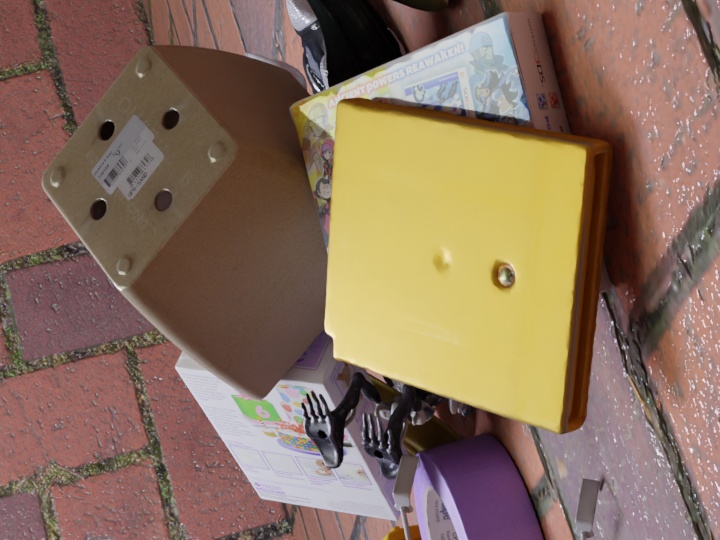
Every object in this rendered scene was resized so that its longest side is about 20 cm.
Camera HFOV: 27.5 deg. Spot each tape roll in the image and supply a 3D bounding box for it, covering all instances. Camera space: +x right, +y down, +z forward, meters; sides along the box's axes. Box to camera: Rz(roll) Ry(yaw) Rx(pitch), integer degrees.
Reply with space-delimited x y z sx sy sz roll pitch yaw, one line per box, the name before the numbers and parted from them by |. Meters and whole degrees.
tape roll | 0.107 0.250 1.294 0.200 0.065 0.202 166 90 -80

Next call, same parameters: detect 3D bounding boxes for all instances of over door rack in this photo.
over door rack | 0.097 0.232 1.086 0.067 0.146 0.201 -70 -19 -47

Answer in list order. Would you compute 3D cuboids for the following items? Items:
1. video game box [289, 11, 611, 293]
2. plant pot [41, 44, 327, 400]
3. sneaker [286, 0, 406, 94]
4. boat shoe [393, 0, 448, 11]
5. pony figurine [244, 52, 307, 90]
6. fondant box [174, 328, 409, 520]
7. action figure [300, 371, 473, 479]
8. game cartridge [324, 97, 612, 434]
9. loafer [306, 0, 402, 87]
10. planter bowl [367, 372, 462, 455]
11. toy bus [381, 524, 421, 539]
video game box | 0.053 -0.051 0.969 0.199 0.047 0.184 -16 89 42
plant pot | -0.115 -0.052 1.106 0.200 0.200 0.177 48 -167 31
sneaker | -0.003 -0.175 1.328 0.114 0.075 0.201 74 170 -51
boat shoe | 0.014 -0.251 1.140 0.200 0.073 0.065 36 100 53
pony figurine | -0.058 -0.095 1.296 0.200 0.191 0.168 56 -132 -52
fondant box | -0.051 0.127 1.245 0.059 0.143 0.201 -66 -33 -33
action figure | 0.043 0.076 1.143 0.118 0.200 0.103 14 122 26
game cartridge | 0.061 -0.008 0.924 0.199 0.032 0.178 16 109 40
loafer | 0.003 -0.150 1.149 0.201 0.070 0.068 55 177 -24
planter bowl | -0.006 0.152 1.393 0.199 0.084 0.201 30 168 7
toy bus | 0.061 0.326 1.495 0.201 0.134 0.193 -112 27 -48
